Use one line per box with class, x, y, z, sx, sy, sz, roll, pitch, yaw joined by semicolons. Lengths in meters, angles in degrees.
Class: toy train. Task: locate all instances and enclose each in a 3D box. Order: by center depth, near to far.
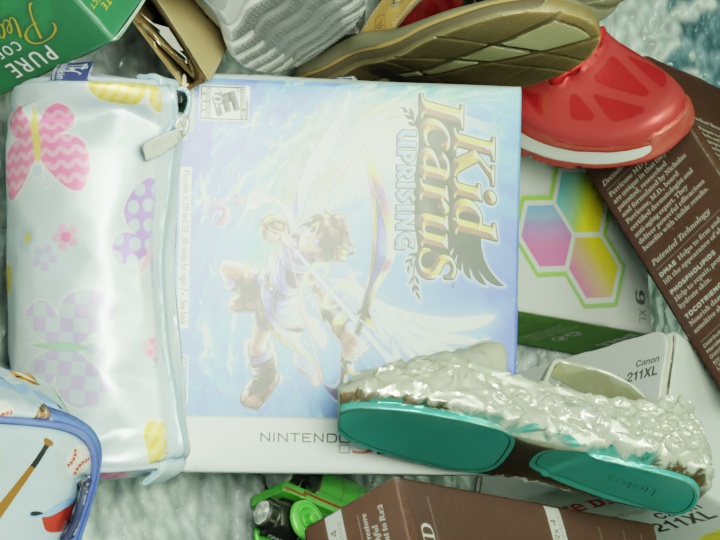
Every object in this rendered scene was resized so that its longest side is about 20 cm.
toy train;0.023;0.149;1.528;0.200;0.042;0.056;28;52;-33

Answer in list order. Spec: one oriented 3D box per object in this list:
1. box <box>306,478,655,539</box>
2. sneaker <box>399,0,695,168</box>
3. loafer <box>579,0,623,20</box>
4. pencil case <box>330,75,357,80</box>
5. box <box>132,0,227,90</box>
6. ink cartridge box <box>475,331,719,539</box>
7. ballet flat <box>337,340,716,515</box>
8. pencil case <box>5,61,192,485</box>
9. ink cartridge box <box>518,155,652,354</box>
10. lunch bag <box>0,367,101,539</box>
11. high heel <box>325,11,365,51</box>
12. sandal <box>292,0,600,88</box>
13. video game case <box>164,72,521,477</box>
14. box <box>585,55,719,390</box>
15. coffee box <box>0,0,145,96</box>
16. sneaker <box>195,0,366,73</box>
box;0.073;0.173;1.458;0.200;0.075;0.100;12;55;-43
sneaker;0.083;-0.131;1.536;0.078;0.200;0.116;-49;142;-28
loafer;0.093;-0.199;1.655;0.200;0.068;0.076;9;55;-44
pencil case;0.000;0.000;1.520;0.087;0.078;0.200;-20;93;-19
box;-0.106;-0.197;1.465;0.164;0.021;0.200;54;23;-17
ink cartridge box;0.184;0.123;1.600;0.200;0.146;0.083;29;59;-31
ballet flat;0.081;0.071;1.426;0.200;0.072;0.072;15;67;-14
pencil case;-0.124;0.003;1.390;0.083;0.091;0.200;16;74;-80
ink cartridge box;0.111;-0.013;1.633;0.200;0.059;0.104;11;69;-39
lunch bag;-0.213;0.117;1.267;0.200;0.076;0.160;10;106;-33
high heel;-0.020;-0.215;1.508;0.071;0.200;0.143;-2;71;4
sandal;0.038;-0.124;1.504;0.080;0.200;0.054;16;73;-39
video game case;-0.011;0.003;1.455;0.181;0.045;0.200;1;89;-12
box;0.203;-0.015;1.565;0.100;0.075;0.200;17;37;-47
coffee box;-0.206;-0.174;1.363;0.200;0.123;0.044;46;50;-20
sneaker;-0.062;-0.164;1.398;0.082;0.075;0.200;61;11;31
